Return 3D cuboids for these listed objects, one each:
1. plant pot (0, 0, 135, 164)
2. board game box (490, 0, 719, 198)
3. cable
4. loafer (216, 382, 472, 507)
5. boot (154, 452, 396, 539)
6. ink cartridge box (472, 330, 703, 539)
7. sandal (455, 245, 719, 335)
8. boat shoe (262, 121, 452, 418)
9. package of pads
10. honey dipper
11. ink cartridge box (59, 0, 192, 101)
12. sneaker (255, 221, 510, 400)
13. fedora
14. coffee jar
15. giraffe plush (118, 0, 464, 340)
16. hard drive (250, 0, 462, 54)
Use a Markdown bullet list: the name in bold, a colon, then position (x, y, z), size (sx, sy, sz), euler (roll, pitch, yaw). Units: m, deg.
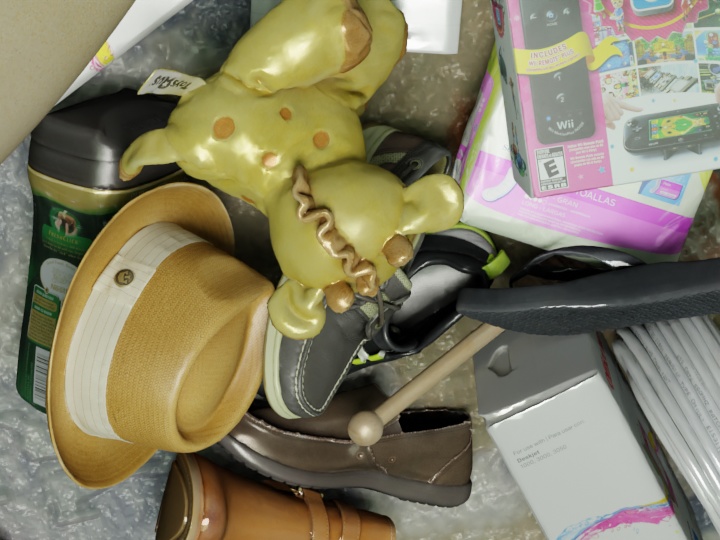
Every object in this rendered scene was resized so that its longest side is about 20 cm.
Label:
- **plant pot**: position (-0.227, -0.138, 1.184), size (0.200, 0.187, 0.188), euler (-33, 109, -1)
- **board game box**: position (0.153, -0.154, 1.250), size (0.147, 0.064, 0.201), euler (-10, 103, -2)
- **cable**: position (0.234, 0.110, 1.356), size (0.069, 0.200, 0.200), euler (-31, 104, 6)
- **loafer**: position (-0.010, 0.104, 1.411), size (0.200, 0.073, 0.071), euler (12, 100, -30)
- **boot**: position (-0.052, 0.164, 1.385), size (0.154, 0.200, 0.074), euler (13, 87, -4)
- **ink cartridge box**: position (0.153, 0.131, 1.392), size (0.085, 0.145, 0.200), euler (-27, 110, 10)
- **sandal**: position (0.157, 0.008, 1.305), size (0.200, 0.076, 0.043), euler (-7, 74, 21)
- **boat shoe**: position (0.001, 0.000, 1.324), size (0.066, 0.201, 0.072), euler (9, 157, 31)
- **package of pads**: position (0.150, -0.106, 1.330), size (0.154, 0.068, 0.200), euler (18, 102, -8)
- **honey dipper**: position (0.071, 0.048, 1.363), size (0.200, 0.038, 0.038), euler (-37, 111, -21)
- **ink cartridge box**: position (-0.192, -0.192, 1.290), size (0.200, 0.084, 0.145), euler (-35, 108, 13)
- **sneaker**: position (0.003, 0.028, 1.382), size (0.200, 0.083, 0.072), euler (-31, 109, 11)
- **fedora**: position (-0.109, 0.046, 1.298), size (0.082, 0.201, 0.201), euler (17, 114, 25)
- **coffee jar**: position (-0.163, -0.011, 1.351), size (0.085, 0.104, 0.200), euler (18, 114, 26)
- **giraffe plush**: position (-0.023, -0.057, 1.244), size (0.162, 0.200, 0.173), euler (51, 125, 13)
- **hard drive**: position (0.002, -0.235, 1.307), size (0.132, 0.027, 0.200), euler (3, 112, -2)
